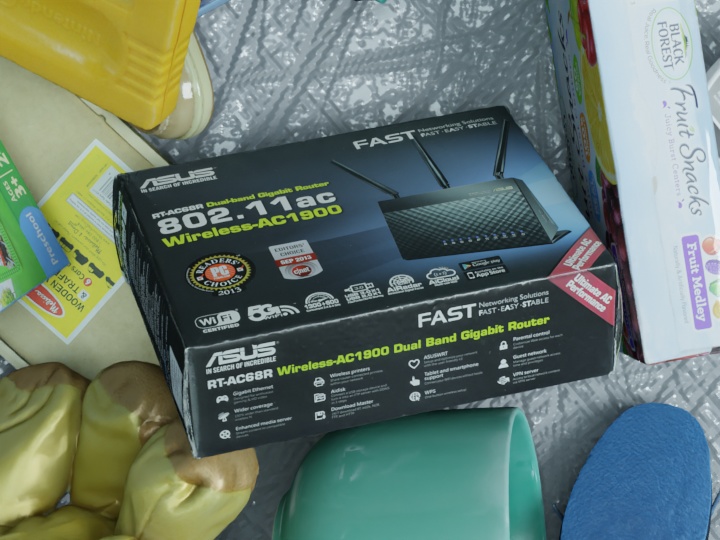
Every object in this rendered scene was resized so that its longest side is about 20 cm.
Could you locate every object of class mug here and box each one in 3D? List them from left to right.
[{"bbox_3d":[0.025,0.158,1.081,0.114,0.152,0.185,-4,96,10],"label":"mug"}]

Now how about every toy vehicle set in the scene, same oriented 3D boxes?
[{"bbox_3d":[-0.138,-0.011,1.132,0.200,0.027,0.124,43,92,-3],"label":"toy vehicle set"}]

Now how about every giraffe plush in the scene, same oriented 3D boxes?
[{"bbox_3d":[-0.113,0.161,1.079,0.200,0.173,0.162,-48,133,-8],"label":"giraffe plush"}]

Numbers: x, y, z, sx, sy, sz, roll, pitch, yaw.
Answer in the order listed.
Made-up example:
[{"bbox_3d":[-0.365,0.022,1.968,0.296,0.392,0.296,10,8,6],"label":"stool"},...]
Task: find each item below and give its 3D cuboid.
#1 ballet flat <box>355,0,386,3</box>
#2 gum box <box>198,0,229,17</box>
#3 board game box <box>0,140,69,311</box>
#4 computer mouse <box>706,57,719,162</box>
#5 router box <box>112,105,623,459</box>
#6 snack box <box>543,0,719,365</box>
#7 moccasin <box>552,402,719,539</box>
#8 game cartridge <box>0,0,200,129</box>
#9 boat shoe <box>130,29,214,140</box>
[{"bbox_3d":[0.029,-0.220,1.061,0.073,0.073,0.200,31,95,-2],"label":"ballet flat"},{"bbox_3d":[-0.065,-0.242,1.111,0.170,0.045,0.200,-28,94,0],"label":"gum box"},{"bbox_3d":[-0.227,-0.026,1.017,0.037,0.200,0.151,-23,101,34],"label":"board game box"},{"bbox_3d":[0.235,-0.117,1.125,0.200,0.044,0.110,-39,98,-4],"label":"computer mouse"},{"bbox_3d":[0.000,0.000,1.051,0.200,0.150,0.062,-11,124,-13],"label":"router box"},{"bbox_3d":[0.127,-0.063,1.075,0.053,0.142,0.200,-9,93,-1],"label":"snack box"},{"bbox_3d":[0.122,0.163,1.121,0.080,0.068,0.200,13,70,11],"label":"moccasin"},{"bbox_3d":[-0.140,-0.179,0.995,0.176,0.032,0.200,27,127,14],"label":"game cartridge"},{"bbox_3d":[-0.146,-0.136,1.092,0.063,0.073,0.200,-33,80,-35],"label":"boat shoe"}]
